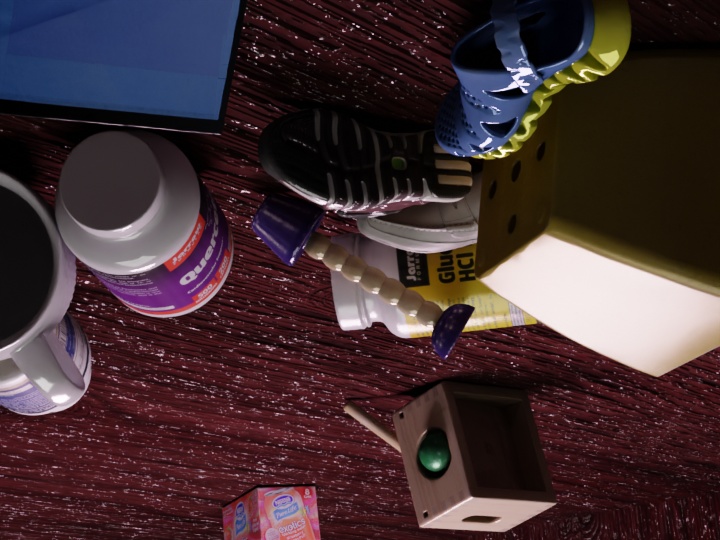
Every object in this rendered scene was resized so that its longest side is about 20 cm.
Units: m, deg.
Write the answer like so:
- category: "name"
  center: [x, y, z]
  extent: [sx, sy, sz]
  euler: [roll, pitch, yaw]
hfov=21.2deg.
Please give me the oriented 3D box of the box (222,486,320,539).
- category: "box"
  center: [-0.145, 0.410, 3.093]
  extent: [0.102, 0.095, 0.200]
  euler: [1, 163, -20]

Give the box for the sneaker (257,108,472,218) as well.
- category: "sneaker"
  center: [-0.018, -0.070, 1.501]
  extent: [0.199, 0.076, 0.115]
  euler: [7, 163, -38]

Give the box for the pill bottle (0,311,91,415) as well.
- category: "pill bottle"
  center: [-0.322, 0.077, 1.848]
  extent: [0.110, 0.112, 0.200]
  euler: [-6, 164, 5]

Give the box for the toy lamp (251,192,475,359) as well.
- category: "toy lamp"
  center: [0.000, 0.000, 1.621]
  extent: [0.199, 0.058, 0.058]
  euler: [31, 162, 1]

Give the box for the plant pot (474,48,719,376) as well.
- category: "plant pot"
  center: [0.193, -0.055, 1.430]
  extent: [0.175, 0.201, 0.200]
  euler: [13, 159, -17]

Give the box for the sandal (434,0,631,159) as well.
- category: "sandal"
  center: [0.096, -0.140, 1.299]
  extent: [0.087, 0.080, 0.200]
  euler: [7, 152, -25]

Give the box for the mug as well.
- category: "mug"
  center: [-0.282, 0.021, 1.517]
  extent: [0.147, 0.200, 0.175]
  euler: [-35, 177, -3]

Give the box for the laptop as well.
- category: "laptop"
  center: [-0.122, -0.165, 1.078]
  extent: [0.176, 0.104, 0.200]
  euler: [3, 162, -28]

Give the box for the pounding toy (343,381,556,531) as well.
- category: "pounding toy"
  center: [0.112, 0.231, 2.437]
  extent: [0.199, 0.185, 0.142]
  euler: [9, 147, -41]

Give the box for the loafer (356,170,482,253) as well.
- category: "loafer"
  center: [0.095, -0.057, 1.606]
  extent: [0.199, 0.070, 0.070]
  euler: [-2, 143, 2]

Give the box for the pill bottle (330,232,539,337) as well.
- category: "pill bottle"
  center: [0.077, -0.001, 1.695]
  extent: [0.199, 0.113, 0.112]
  euler: [-7, 164, 6]

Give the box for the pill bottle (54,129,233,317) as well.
- category: "pill bottle"
  center: [-0.168, -0.039, 1.488]
  extent: [0.112, 0.113, 0.200]
  euler: [-7, 164, 6]
